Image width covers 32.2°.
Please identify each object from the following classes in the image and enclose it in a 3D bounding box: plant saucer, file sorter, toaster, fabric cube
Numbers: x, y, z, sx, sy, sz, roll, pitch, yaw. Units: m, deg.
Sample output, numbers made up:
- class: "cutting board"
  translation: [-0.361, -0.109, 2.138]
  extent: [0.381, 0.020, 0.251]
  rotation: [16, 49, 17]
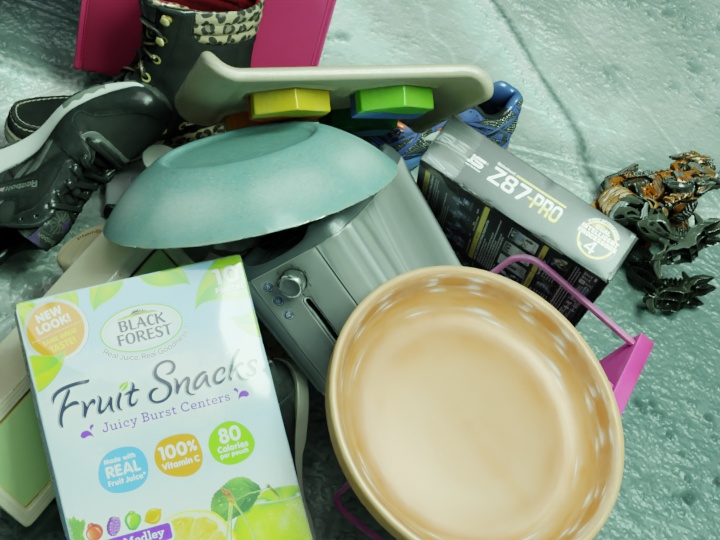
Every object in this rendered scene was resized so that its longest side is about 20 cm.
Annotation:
- class: "plant saucer"
  translation: [-0.076, -0.066, 0.824]
  extent: [0.200, 0.039, 0.201]
  rotation: [-10, 18, 3]
- class: "file sorter"
  translation: [0.089, 0.108, 0.882]
  extent: [0.125, 0.139, 0.200]
  rotation: [39, 52, -4]
- class: "plant saucer"
  translation: [0.069, 0.093, 0.772]
  extent: [0.200, 0.037, 0.201]
  rotation: [11, 59, -19]
- class: "toaster"
  translation: [0.000, 0.000, 0.889]
  extent: [0.129, 0.113, 0.200]
  rotation: [58, 25, -13]
- class: "fabric cube"
  translation: [-0.119, -0.278, 1.056]
  extent: [0.199, 0.196, 0.200]
  rotation: [11, 42, -8]

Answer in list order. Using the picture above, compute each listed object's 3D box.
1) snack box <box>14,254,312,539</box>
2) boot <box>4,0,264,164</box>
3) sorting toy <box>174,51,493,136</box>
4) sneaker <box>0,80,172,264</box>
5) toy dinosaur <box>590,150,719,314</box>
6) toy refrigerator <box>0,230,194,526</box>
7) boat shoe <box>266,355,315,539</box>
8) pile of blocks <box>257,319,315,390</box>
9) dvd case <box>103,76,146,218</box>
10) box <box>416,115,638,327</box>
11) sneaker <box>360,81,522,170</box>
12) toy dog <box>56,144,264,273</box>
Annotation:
- class: "snack box"
  translation: [-0.120, 0.104, 0.767]
  extent: [0.142, 0.053, 0.201]
  rotation: [-13, 84, -17]
- class: "boot"
  translation: [-0.171, -0.155, 0.968]
  extent: [0.199, 0.151, 0.073]
  rotation: [0, 44, -19]
- class: "sorting toy"
  translation: [-0.026, -0.118, 0.900]
  extent: [0.199, 0.185, 0.037]
  rotation: [1, 87, -15]
- class: "sneaker"
  translation: [-0.218, -0.059, 0.916]
  extent: [0.200, 0.076, 0.088]
  rotation: [-28, 57, 13]
- class: "toy dinosaur"
  translation: [0.247, -0.033, 1.101]
  extent: [0.200, 0.102, 0.136]
  rotation: [-41, 54, -1]
- class: "toy refrigerator"
  translation: [-0.188, 0.063, 0.827]
  extent: [0.200, 0.070, 0.076]
  rotation: [-51, 123, -19]
- class: "boat shoe"
  translation: [-0.075, 0.152, 0.833]
  extent: [0.068, 0.072, 0.201]
  rotation: [19, 60, -47]
- class: "pile of blocks"
  translation: [-0.090, 0.075, 0.924]
  extent: [0.200, 0.082, 0.062]
  rotation: [-23, 21, -40]
- class: "dvd case"
  translation: [-0.142, -0.120, 1.065]
  extent: [0.142, 0.018, 0.200]
  rotation: [5, 53, -14]
- class: "box"
  translation: [0.116, -0.022, 0.965]
  extent: [0.161, 0.200, 0.049]
  rotation: [33, 76, 9]
- class: "sneaker"
  translation: [0.059, -0.135, 1.075]
  extent: [0.200, 0.079, 0.075]
  rotation: [-9, 54, -39]
- class: "toy dog"
  translation: [-0.146, -0.026, 0.951]
  extent: [0.200, 0.132, 0.096]
  rotation: [-21, 25, -35]
